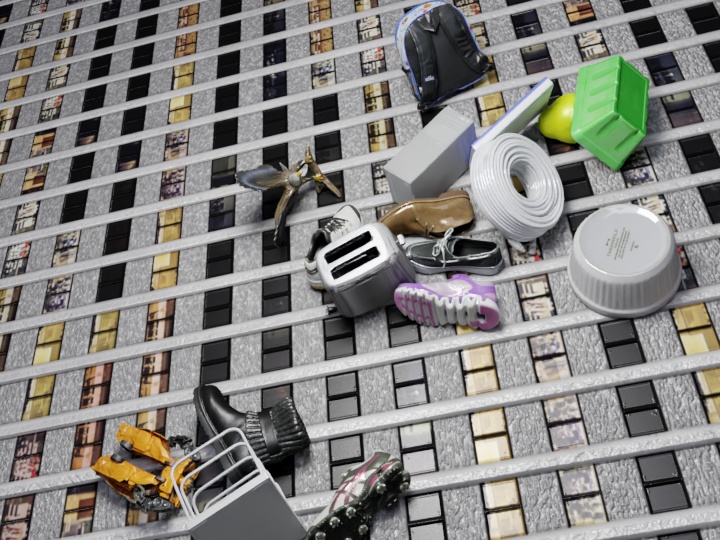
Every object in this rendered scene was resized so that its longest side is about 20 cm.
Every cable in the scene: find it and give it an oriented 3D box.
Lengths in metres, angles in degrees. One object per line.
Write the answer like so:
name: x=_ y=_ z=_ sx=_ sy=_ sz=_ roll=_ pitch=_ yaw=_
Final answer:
cable: x=0.292 y=-0.157 z=1.636 sx=0.069 sy=0.199 sz=0.202 roll=-31 pitch=27 yaw=52

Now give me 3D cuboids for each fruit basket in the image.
fruit basket: x=0.459 y=-0.303 z=1.744 sx=0.216 sy=0.154 sz=0.217 roll=-49 pitch=22 yaw=28

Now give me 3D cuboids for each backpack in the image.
backpack: x=0.166 y=-0.488 z=1.917 sx=0.198 sy=0.193 sz=0.154 roll=-29 pitch=34 yaw=-6

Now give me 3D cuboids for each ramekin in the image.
ramekin: x=0.461 y=-0.026 z=1.535 sx=0.198 sy=0.095 sz=0.205 roll=-8 pitch=52 yaw=10

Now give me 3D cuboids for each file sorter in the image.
file sorter: x=-0.193 y=0.362 z=1.372 sx=0.137 sy=0.202 sz=0.125 roll=-31 pitch=49 yaw=-9

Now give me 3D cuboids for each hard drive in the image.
hard drive: x=0.296 y=-0.286 z=1.742 sx=0.200 sy=0.132 sz=0.025 roll=-43 pitch=79 yaw=-4

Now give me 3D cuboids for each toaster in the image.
toaster: x=0.000 y=0.000 z=1.619 sx=0.197 sy=0.130 sz=0.115 roll=-26 pitch=59 yaw=4

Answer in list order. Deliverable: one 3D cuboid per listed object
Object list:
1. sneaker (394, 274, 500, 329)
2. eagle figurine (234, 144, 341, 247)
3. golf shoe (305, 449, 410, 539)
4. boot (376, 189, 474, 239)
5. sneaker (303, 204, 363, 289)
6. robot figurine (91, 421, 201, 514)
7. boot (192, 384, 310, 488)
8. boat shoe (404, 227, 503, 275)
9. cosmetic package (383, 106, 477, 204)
sneaker: x=0.160 y=0.047 z=1.589 sx=0.196 sy=0.081 sz=0.089 roll=7 pitch=49 yaw=15
eagle figurine: x=-0.157 y=-0.166 z=1.794 sx=0.151 sy=0.152 sz=0.200 roll=36 pitch=62 yaw=24
golf shoe: x=-0.012 y=0.371 z=1.405 sx=0.199 sy=0.078 sz=0.088 roll=-36 pitch=32 yaw=-14
boot: x=0.126 y=-0.094 z=1.711 sx=0.196 sy=0.074 sz=0.077 roll=-16 pitch=60 yaw=2
sneaker: x=-0.051 y=-0.063 z=1.726 sx=0.074 sy=0.088 sz=0.202 roll=7 pitch=55 yaw=24
robot figurine: x=-0.365 y=0.344 z=1.530 sx=0.197 sy=0.059 sz=0.146 roll=16 pitch=60 yaw=28
boot: x=-0.188 y=0.255 z=1.527 sx=0.156 sy=0.080 sz=0.213 roll=-33 pitch=62 yaw=-1
boat shoe: x=0.168 y=-0.036 z=1.648 sx=0.196 sy=0.069 sz=0.074 roll=9 pitch=57 yaw=24
cosmetic package: x=0.146 y=-0.220 z=1.773 sx=0.199 sy=0.108 sz=0.090 roll=-41 pitch=53 yaw=-18
